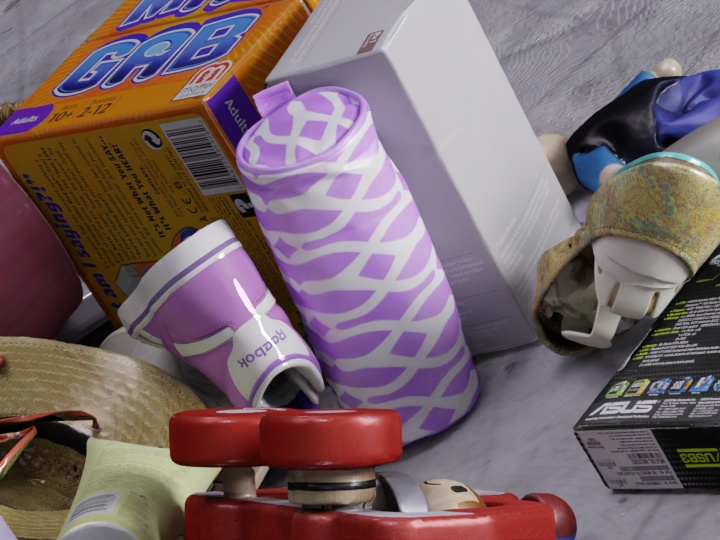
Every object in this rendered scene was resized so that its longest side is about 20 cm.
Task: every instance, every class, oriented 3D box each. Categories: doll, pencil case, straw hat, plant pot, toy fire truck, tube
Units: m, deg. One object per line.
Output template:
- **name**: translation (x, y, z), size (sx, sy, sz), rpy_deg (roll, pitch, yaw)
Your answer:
- **doll**: translation (0.174, -0.082, 1.684), size (0.199, 0.049, 0.137), rpy_deg (-15, 27, 34)
- **pencil case**: translation (0.000, 0.000, 1.562), size (0.084, 0.201, 0.086), rpy_deg (-21, 29, 0)
- **straw hat**: translation (-0.177, 0.121, 1.593), size (0.200, 0.085, 0.201), rpy_deg (5, 30, -3)
- **plant pot**: translation (-0.274, 0.022, 1.764), size (0.179, 0.200, 0.200), rpy_deg (-39, 24, -17)
- **toy fire truck**: translation (0.009, 0.119, 1.392), size (0.167, 0.113, 0.200), rpy_deg (-2, 0, -34)
- **tube**: translation (-0.113, 0.119, 1.465), size (0.052, 0.058, 0.200), rpy_deg (-41, 8, 12)

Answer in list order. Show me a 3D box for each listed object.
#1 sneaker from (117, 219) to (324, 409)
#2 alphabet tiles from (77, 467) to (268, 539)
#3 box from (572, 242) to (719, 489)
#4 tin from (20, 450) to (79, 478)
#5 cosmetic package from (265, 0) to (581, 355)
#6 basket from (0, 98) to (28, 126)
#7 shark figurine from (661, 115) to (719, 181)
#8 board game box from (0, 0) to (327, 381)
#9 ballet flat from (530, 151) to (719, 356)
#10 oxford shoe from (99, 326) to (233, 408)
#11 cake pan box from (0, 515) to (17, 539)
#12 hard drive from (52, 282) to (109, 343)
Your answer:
- **sneaker**: translation (-0.073, 0.044, 1.595), size (0.073, 0.114, 0.200), rpy_deg (-37, -1, -6)
- **alphabet tiles**: translation (-0.119, 0.155, 1.577), size (0.200, 0.008, 0.168), rpy_deg (3, 59, 54)
- **box**: translation (0.227, 0.027, 1.408), size (0.199, 0.048, 0.193), rpy_deg (-6, 32, 48)
- **tin**: translation (-0.216, 0.126, 1.784), size (0.112, 0.042, 0.200), rpy_deg (-16, 28, 43)
- **cosmetic package**: translation (0.040, -0.060, 1.616), size (0.090, 0.200, 0.107), rpy_deg (-15, 26, 33)
- **basket**: translation (-0.127, -0.100, 1.974), size (0.199, 0.149, 0.143), rpy_deg (-12, 30, 42)
- **shark figurine**: translation (0.250, -0.104, 1.528), size (0.214, 0.090, 0.128), rpy_deg (-28, 16, -27)
- **board game box**: translation (-0.054, -0.069, 1.753), size (0.199, 0.200, 0.200), rpy_deg (-6, 35, 45)
- **ballet flat**: translation (0.133, 0.000, 1.487), size (0.071, 0.071, 0.200), rpy_deg (-42, -2, -21)
- **oxford shoe**: translation (-0.107, 0.078, 1.695), size (0.058, 0.075, 0.200), rpy_deg (-38, 28, -21)
- **cake pan box**: translation (-0.210, 0.195, 1.451), size (0.199, 0.185, 0.052), rpy_deg (-9, 32, 44)
- **hard drive**: translation (-0.229, 0.058, 1.905), size (0.200, 0.027, 0.132), rpy_deg (-33, 5, -2)
